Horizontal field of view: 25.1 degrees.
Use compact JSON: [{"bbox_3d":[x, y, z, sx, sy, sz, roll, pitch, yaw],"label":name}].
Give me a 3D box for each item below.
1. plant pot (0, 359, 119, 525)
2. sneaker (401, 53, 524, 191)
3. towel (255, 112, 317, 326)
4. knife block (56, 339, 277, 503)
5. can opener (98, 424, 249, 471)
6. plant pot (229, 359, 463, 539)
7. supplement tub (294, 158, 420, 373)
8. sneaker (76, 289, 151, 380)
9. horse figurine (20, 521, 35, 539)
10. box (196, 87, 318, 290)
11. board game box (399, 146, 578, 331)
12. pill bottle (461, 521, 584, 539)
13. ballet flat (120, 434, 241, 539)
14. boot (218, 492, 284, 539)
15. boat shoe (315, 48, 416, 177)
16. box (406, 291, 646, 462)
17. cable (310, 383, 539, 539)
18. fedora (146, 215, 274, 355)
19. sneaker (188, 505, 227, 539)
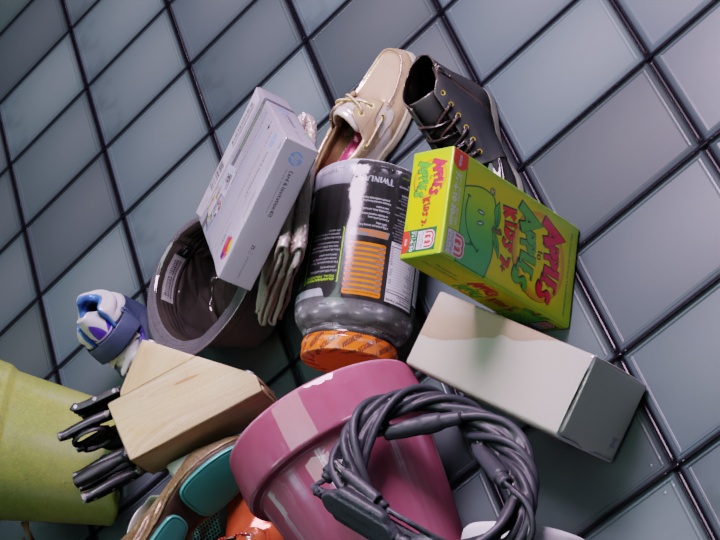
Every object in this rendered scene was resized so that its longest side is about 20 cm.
[{"bbox_3d":[-0.349,0.201,1.790,0.200,0.183,0.202,-168,90,-81],"label":"plant pot"},{"bbox_3d":[0.095,-0.117,1.610,0.075,0.106,0.201,-33,50,27],"label":"sneaker"},{"bbox_3d":[-0.073,-0.052,1.664,0.133,0.034,0.201,112,167,-48],"label":"towel"},{"bbox_3d":[-0.204,0.170,1.651,0.199,0.064,0.176,15,75,20],"label":"knife block"},{"bbox_3d":[-0.179,0.188,1.705,0.199,0.066,0.053,-5,75,12],"label":"can opener"},{"bbox_3d":[0.003,0.209,1.488,0.200,0.200,0.179,-41,63,21],"label":"plant pot"},{"bbox_3d":[0.000,0.000,1.631,0.122,0.122,0.201,-9,64,40],"label":"supplement tub"},{"bbox_3d":[-0.256,0.103,1.803,0.081,0.146,0.200,-46,45,17],"label":"sneaker"},{"bbox_3d":[-0.332,0.352,1.795,0.199,0.133,0.050,8,32,45],"label":"horse figurine"},{"bbox_3d":[-0.108,-0.088,1.642,0.157,0.041,0.200,-63,18,13],"label":"box"},{"bbox_3d":[0.121,-0.025,1.471,0.047,0.200,0.102,-9,64,40],"label":"board game box"},{"bbox_3d":[0.128,0.320,1.356,0.114,0.114,0.201,-7,65,41],"label":"pill bottle"},{"bbox_3d":[-0.186,0.236,1.637,0.200,0.068,0.072,-53,40,-11],"label":"ballet flat"},{"bbox_3d":[-0.120,0.285,1.615,0.075,0.107,0.201,-32,49,32],"label":"boot"},{"bbox_3d":[-0.001,-0.155,1.746,0.074,0.069,0.201,17,82,46],"label":"boat shoe"},{"bbox_3d":[0.148,0.095,1.466,0.200,0.095,0.078,23,86,45],"label":"box"},{"bbox_3d":[0.068,0.177,1.365,0.199,0.051,0.163,24,52,30],"label":"cable"},{"bbox_3d":[-0.150,0.028,1.781,0.177,0.090,0.200,-54,37,6],"label":"fedora"},{"bbox_3d":[-0.183,0.294,1.680,0.077,0.091,0.201,-14,61,37],"label":"sneaker"}]
